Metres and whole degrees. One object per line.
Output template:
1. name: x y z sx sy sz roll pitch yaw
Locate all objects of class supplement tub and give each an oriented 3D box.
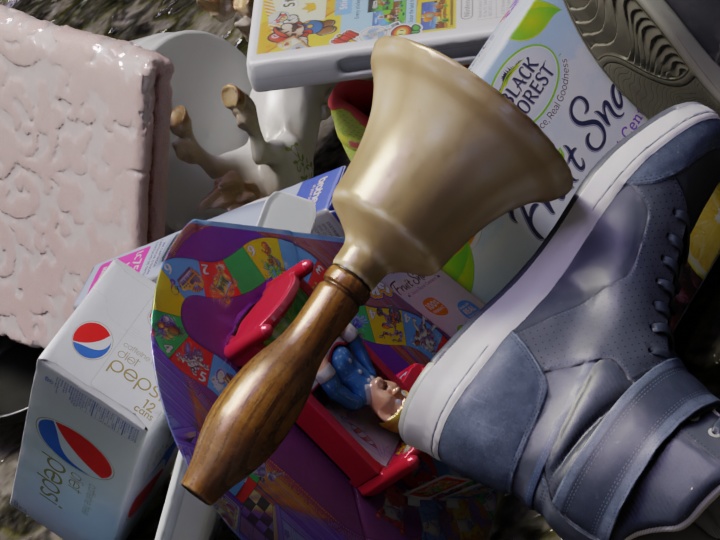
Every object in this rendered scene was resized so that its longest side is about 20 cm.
1. supplement tub: -0.159 -0.064 1.551 0.199 0.132 0.132 -8 42 43

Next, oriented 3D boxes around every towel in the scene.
1. towel: -0.182 -0.050 1.466 0.199 0.192 0.032 18 23 39

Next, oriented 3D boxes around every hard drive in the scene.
1. hard drive: -0.067 0.076 1.231 0.200 0.027 0.132 109 179 -46

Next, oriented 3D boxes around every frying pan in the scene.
1. frying pan: -0.161 0.034 1.522 0.189 0.031 0.115 -25 36 5

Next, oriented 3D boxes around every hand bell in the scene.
1. hand bell: -0.011 0.012 1.078 0.200 0.104 0.104 -53 31 -10

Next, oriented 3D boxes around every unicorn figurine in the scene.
1. unicorn figurine: -0.039 -0.105 1.495 0.074 0.137 0.201 13 72 44

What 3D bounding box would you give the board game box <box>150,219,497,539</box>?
1. board game box: -0.001 0.046 1.137 0.039 0.199 0.159 -32 62 39

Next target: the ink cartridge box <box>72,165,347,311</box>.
1. ink cartridge box: -0.032 0.020 1.299 0.199 0.119 0.042 -19 33 34

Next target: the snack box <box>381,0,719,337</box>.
1. snack box: 0.104 -0.046 1.202 0.200 0.142 0.053 -57 9 -27

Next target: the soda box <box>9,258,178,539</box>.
1. soda box: -0.124 0.075 1.285 0.068 0.064 0.200 -55 -4 -27

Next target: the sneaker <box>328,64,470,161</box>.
1. sneaker: 0.069 -0.100 1.375 0.199 0.090 0.078 -26 30 21

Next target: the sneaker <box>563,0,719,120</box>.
1. sneaker: 0.183 -0.104 1.171 0.106 0.200 0.075 -44 -1 -20

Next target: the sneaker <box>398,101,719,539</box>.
1. sneaker: 0.133 0.033 1.088 0.146 0.077 0.202 32 70 24

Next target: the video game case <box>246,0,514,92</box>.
1. video game case: 0.034 -0.169 1.400 0.181 0.023 0.200 -7 37 8
